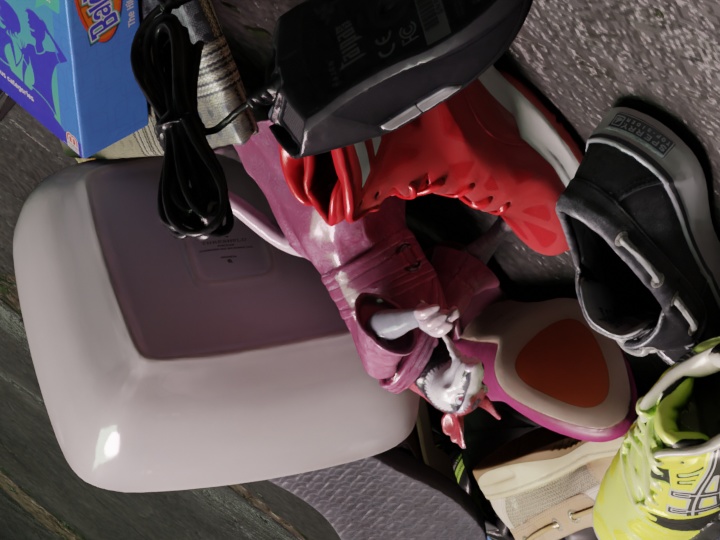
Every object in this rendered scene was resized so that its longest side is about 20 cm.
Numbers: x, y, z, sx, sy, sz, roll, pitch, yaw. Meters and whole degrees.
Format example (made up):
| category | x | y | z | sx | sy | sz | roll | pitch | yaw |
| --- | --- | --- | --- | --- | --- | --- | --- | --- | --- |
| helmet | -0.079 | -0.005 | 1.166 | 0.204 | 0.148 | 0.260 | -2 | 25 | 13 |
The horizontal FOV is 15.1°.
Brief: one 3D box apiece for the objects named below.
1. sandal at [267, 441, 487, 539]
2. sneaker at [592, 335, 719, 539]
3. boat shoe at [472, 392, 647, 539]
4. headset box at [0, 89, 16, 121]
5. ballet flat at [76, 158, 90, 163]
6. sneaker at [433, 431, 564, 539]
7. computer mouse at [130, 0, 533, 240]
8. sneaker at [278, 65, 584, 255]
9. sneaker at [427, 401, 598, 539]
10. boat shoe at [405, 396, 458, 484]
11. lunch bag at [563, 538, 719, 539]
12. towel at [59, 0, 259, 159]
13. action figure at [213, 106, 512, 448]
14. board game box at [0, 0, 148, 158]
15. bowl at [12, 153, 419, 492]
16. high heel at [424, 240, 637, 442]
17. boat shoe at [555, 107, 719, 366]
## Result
| category | x | y | z | sx | sy | sz | roll | pitch | yaw |
| --- | --- | --- | --- | --- | --- | --- | --- | --- | --- |
| sandal | 0.004 | 0.112 | 1.494 | 0.200 | 0.076 | 0.043 | 44 | -153 | -37 |
| sneaker | 0.152 | 0.073 | 1.253 | 0.200 | 0.076 | 0.075 | -53 | 46 | 49 |
| boat shoe | 0.141 | 0.105 | 1.404 | 0.200 | 0.072 | 0.065 | -22 | 96 | 49 |
| headset box | -0.264 | -0.151 | 1.473 | 0.200 | 0.174 | 0.093 | 41 | 163 | -15 |
| ballet flat | -0.118 | -0.065 | 1.562 | 0.200 | 0.071 | 0.071 | 55 | 179 | 41 |
| sneaker | 0.061 | 0.121 | 1.715 | 0.200 | 0.071 | 0.083 | 30 | 157 | 12 |
| computer mouse | -0.008 | -0.103 | 1.137 | 0.046 | 0.200 | 0.140 | 36 | -155 | -44 |
| sneaker | 0.025 | -0.048 | 1.236 | 0.078 | 0.116 | 0.200 | 18 | 154 | 50 |
| sneaker | 0.088 | 0.107 | 1.548 | 0.076 | 0.091 | 0.200 | 27 | 173 | -31 |
| boat shoe | 0.002 | 0.082 | 1.577 | 0.072 | 0.068 | 0.200 | 125 | 124 | -78 |
| lunch bag | 0.173 | 0.230 | 1.520 | 0.170 | 0.200 | 0.124 | 45 | 163 | -18 |
| towel | -0.131 | -0.147 | 1.345 | 0.200 | 0.035 | 0.193 | 1 | 118 | 58 |
| action figure | 0.000 | 0.000 | 1.327 | 0.149 | 0.134 | 0.200 | -27 | 87 | 32 |
| board game box | -0.168 | -0.172 | 1.294 | 0.152 | 0.045 | 0.200 | 39 | 146 | 33 |
| bowl | -0.072 | 0.009 | 1.416 | 0.075 | 0.200 | 0.200 | 105 | 153 | -52 |
| high heel | 0.099 | 0.058 | 1.428 | 0.096 | 0.067 | 0.200 | 62 | 172 | -35 |
| boat shoe | 0.130 | 0.006 | 1.240 | 0.072 | 0.068 | 0.200 | 30 | 163 | 26 |
